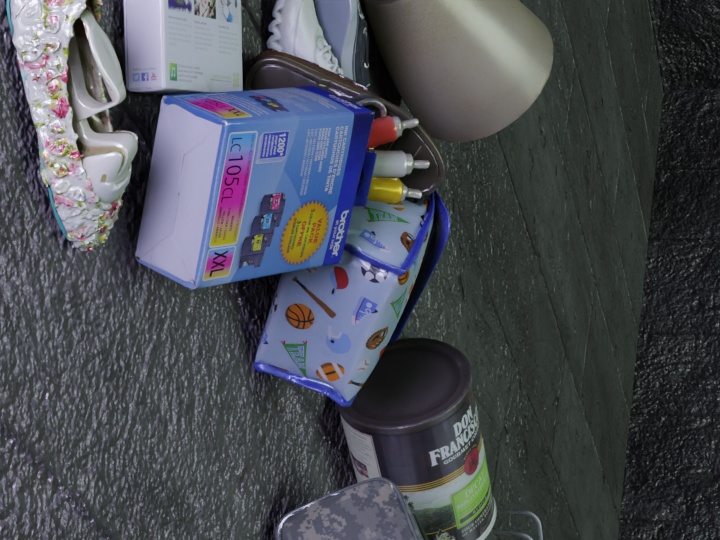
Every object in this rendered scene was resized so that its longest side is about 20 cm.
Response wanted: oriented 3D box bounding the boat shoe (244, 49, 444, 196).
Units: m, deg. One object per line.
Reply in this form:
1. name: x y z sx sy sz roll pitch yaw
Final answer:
1. boat shoe: -0.009 -0.141 1.317 0.072 0.200 0.068 -54 -171 18

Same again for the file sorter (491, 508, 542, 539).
1. file sorter: 0.162 0.415 1.894 0.200 0.124 0.139 -56 142 -59

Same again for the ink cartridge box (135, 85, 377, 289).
1. ink cartridge box: -0.070 -0.071 1.146 0.200 0.076 0.137 -13 122 -50

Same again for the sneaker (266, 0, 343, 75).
1. sneaker: -0.038 -0.172 1.380 0.075 0.081 0.200 -44 130 -62

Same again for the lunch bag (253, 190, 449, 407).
1. lunch bag: 0.000 0.000 1.358 0.200 0.124 0.170 -62 176 -59

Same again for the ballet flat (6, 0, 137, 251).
1. ballet flat: -0.186 -0.102 0.980 0.076 0.064 0.200 -61 147 -55

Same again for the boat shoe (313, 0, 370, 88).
1. boat shoe: -0.019 -0.221 1.432 0.066 0.070 0.200 -43 134 -49

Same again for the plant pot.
1. plant pot: 0.091 -0.277 1.636 0.200 0.187 0.187 43 48 -46

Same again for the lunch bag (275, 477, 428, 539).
1. lunch bag: 0.015 0.312 1.389 0.168 0.139 0.200 71 -5 -63

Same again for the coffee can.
1. coffee can: 0.061 0.194 1.567 0.146 0.146 0.200 -66 150 -49

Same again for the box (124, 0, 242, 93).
1. box: -0.138 -0.238 1.138 0.144 0.036 0.200 -11 102 -70

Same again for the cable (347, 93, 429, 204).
1. cable: -0.038 -0.093 1.239 0.200 0.050 0.097 -12 108 -25
